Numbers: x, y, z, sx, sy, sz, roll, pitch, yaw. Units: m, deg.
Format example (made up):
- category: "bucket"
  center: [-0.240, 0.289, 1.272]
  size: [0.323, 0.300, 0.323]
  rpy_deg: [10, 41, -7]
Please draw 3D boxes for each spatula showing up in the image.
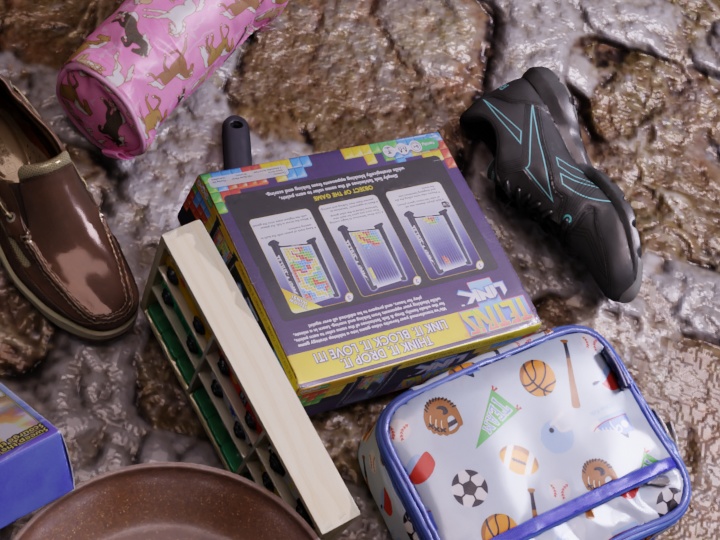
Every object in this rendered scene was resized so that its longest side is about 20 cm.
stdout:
- category: "spatula"
  center: [-0.082, -0.027, 1.106]
  size: [0.056, 0.021, 0.201]
  rpy_deg: [2, 60, -10]

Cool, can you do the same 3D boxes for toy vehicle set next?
- category: "toy vehicle set"
  center: [-0.072, 0.080, 0.973]
  size: [0.026, 0.124, 0.201]
  rpy_deg: [-25, 76, -21]

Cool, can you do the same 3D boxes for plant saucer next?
- category: "plant saucer"
  center: [-0.105, 0.201, 0.867]
  size: [0.199, 0.037, 0.201]
  rpy_deg: [4, 55, -6]

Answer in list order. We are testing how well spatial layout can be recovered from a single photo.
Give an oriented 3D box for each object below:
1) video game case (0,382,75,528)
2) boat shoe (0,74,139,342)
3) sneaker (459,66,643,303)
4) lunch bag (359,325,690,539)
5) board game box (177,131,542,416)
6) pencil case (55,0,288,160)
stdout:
- category: "video game case"
  center: [-0.290, 0.114, 0.891]
  size: [0.200, 0.046, 0.181]
  rpy_deg: [-27, 34, -30]
- category: "boat shoe"
  center: [-0.211, -0.046, 1.048]
  size: [0.075, 0.075, 0.203]
  rpy_deg: [-30, 72, -28]
- category: "sneaker"
  center: [0.140, -0.055, 1.166]
  size: [0.079, 0.076, 0.201]
  rpy_deg: [-19, 60, -10]
- category: "lunch bag"
  center: [0.111, 0.132, 1.031]
  size: [0.199, 0.076, 0.161]
  rpy_deg: [-20, 70, -24]
- category: "board game box"
  center: [0.000, 0.000, 1.078]
  size: [0.199, 0.057, 0.166]
  rpy_deg: [-12, 66, -32]
- category: "pencil case"
  center: [-0.130, -0.166, 1.136]
  size: [0.086, 0.083, 0.200]
  rpy_deg: [41, 58, -1]
